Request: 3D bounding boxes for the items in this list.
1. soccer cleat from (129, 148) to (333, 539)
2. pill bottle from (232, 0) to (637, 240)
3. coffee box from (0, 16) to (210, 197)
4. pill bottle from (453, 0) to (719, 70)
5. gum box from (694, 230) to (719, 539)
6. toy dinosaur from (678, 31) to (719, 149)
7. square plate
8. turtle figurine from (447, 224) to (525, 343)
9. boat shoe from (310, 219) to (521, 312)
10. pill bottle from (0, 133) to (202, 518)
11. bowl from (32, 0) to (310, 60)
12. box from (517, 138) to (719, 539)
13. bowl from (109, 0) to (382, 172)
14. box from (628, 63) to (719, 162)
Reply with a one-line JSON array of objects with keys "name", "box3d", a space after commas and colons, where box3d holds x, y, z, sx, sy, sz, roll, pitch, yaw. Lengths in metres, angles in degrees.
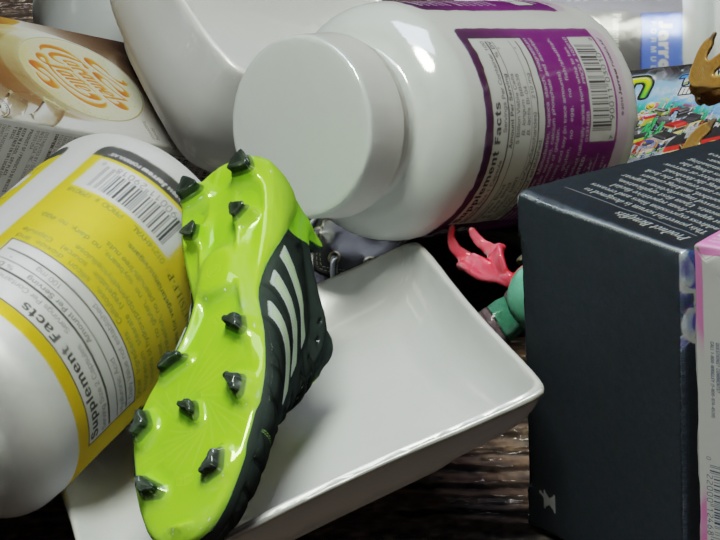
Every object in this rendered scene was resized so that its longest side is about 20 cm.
[{"name": "soccer cleat", "box3d": [-0.045, 0.039, 1.084, 0.067, 0.081, 0.200, -20, 43, 28]}, {"name": "pill bottle", "box3d": [0.035, -0.072, 1.249, 0.112, 0.113, 0.200, 13, 13, 38]}, {"name": "coffee box", "box3d": [-0.165, -0.071, 1.396, 0.199, 0.080, 0.114, 9, 32, -37]}, {"name": "pill bottle", "box3d": [0.160, -0.131, 1.609, 0.199, 0.114, 0.114, 0, 19, 9]}, {"name": "gum box", "box3d": [0.174, 0.062, 0.918, 0.066, 0.201, 0.113, 12, 26, 37]}, {"name": "toy dinosaur", "box3d": [0.181, -0.059, 1.200, 0.106, 0.061, 0.200, 10, -32, -42]}, {"name": "square plate", "box3d": [-0.035, 0.067, 1.130, 0.198, 0.029, 0.200, -26, 22, -5]}, {"name": "turtle figurine", "box3d": [0.118, 0.017, 1.228, 0.149, 0.101, 0.200, 13, 19, 38]}, {"name": "boat shoe", "box3d": [0.000, 0.000, 1.322, 0.199, 0.072, 0.068, -2, 18, -6]}, {"name": "pill bottle", "box3d": [-0.146, 0.035, 1.125, 0.111, 0.112, 0.200, 10, 37, 32]}, {"name": "bowl", "box3d": [-0.098, -0.107, 1.554, 0.200, 0.201, 0.091, 3, 64, 1]}, {"name": "box", "box3d": [0.175, 0.027, 1.099, 0.199, 0.149, 0.107, -15, 22, -30]}, {"name": "bowl", "box3d": [-0.042, -0.100, 1.399, 0.199, 0.075, 0.200, 18, 25, -35]}, {"name": "box", "box3d": [0.124, -0.057, 1.394, 0.199, 0.035, 0.110, -3, 44, 39]}]
